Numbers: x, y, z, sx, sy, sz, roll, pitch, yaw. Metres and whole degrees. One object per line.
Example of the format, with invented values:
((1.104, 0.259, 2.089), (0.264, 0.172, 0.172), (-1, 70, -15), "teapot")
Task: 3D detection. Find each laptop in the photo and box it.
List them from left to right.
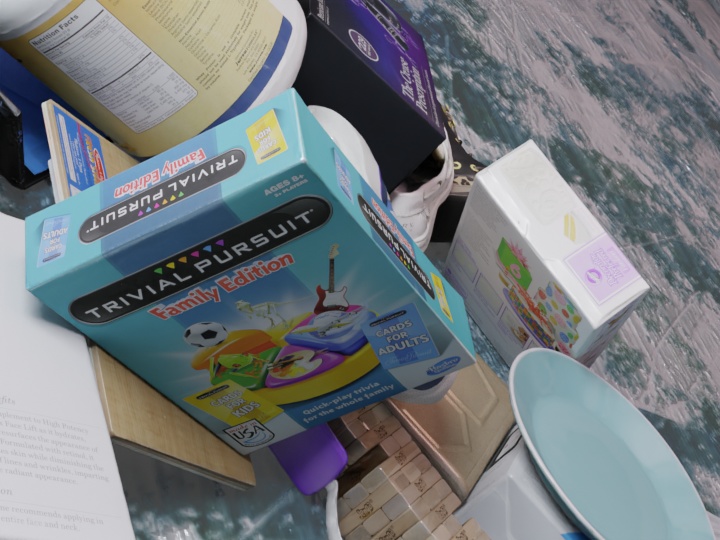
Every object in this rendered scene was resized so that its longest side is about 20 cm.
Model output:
((-0.229, -0.149, 0.782), (0.177, 0.200, 0.103), (45, 70, 1), "laptop")

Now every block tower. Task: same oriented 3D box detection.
((-0.001, 0.119, 0.800), (0.200, 0.054, 0.058), (51, 26, 9), "block tower")

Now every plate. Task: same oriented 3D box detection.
((0.169, 0.139, 0.898), (0.200, 0.026, 0.201), (35, 27, -21), "plate")

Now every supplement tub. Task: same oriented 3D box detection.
((-0.142, -0.166, 0.764), (0.200, 0.144, 0.145), (42, 23, -37), "supplement tub")

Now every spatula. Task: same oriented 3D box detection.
((-0.010, 0.159, 0.748), (0.020, 0.057, 0.201), (-5, 62, -40), "spatula")

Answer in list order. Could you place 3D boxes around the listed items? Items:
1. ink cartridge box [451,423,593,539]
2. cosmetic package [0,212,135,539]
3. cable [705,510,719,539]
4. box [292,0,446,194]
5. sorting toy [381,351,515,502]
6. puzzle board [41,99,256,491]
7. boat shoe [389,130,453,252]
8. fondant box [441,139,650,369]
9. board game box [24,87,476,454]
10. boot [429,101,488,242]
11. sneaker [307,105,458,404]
((0.148, 0.165, 0.936), (0.116, 0.068, 0.200), (47, 27, 3), "ink cartridge box")
((-0.181, 0.061, 0.601), (0.101, 0.074, 0.201), (21, 34, -42), "cosmetic package")
((0.273, 0.270, 0.969), (0.200, 0.069, 0.200), (42, 27, -8), "cable")
((-0.015, -0.163, 0.999), (0.141, 0.079, 0.200), (37, 23, -23), "box")
((0.031, 0.068, 0.948), (0.185, 0.036, 0.200), (47, 22, 2), "sorting toy")
((-0.121, 0.018, 0.730), (0.151, 0.017, 0.201), (38, 31, -60), "puzzle board")
((0.045, -0.090, 1.051), (0.070, 0.070, 0.201), (11, 35, 0), "boat shoe")
((0.138, 0.008, 1.023), (0.145, 0.058, 0.200), (54, -15, 15), "fondant box")
((-0.049, 0.013, 0.663), (0.200, 0.150, 0.047), (47, 25, -49), "board game box")
((0.096, -0.089, 1.179), (0.199, 0.073, 0.151), (1, 42, -22), "boot")
((0.000, 0.000, 0.842), (0.200, 0.080, 0.147), (57, -7, 44), "sneaker")
